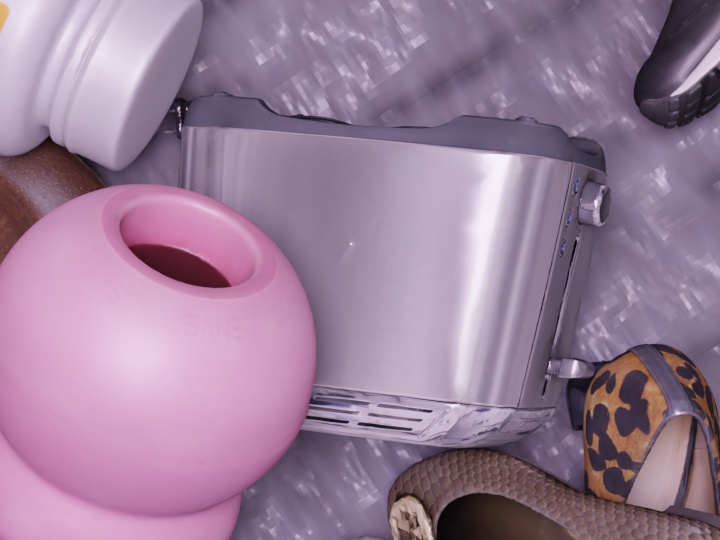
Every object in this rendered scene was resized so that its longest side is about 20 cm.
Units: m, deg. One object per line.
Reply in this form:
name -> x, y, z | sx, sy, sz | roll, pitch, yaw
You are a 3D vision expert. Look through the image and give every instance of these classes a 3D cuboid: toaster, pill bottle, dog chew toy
toaster -> 0.000, 0.000, 0.960 | 0.199, 0.114, 0.130 | 6, 89, 19
pill bottle -> -0.168, -0.118, 0.960 | 0.199, 0.109, 0.110 | 27, 86, 5
dog chew toy -> -0.094, 0.068, 0.890 | 0.124, 0.125, 0.201 | 23, 121, -1

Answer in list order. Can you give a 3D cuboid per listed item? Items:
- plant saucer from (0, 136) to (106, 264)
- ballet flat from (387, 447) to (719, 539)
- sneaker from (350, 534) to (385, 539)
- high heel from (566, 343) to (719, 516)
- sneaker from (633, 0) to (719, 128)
plant saucer -> -0.186, 0.024, 0.973 | 0.199, 0.037, 0.202 | -2, 77, 7
ballet flat -> 0.074, 0.114, 0.937 | 0.046, 0.199, 0.068 | -35, 118, -34
sneaker -> -0.012, 0.209, 0.981 | 0.087, 0.075, 0.201 | 3, 84, 7
high heel -> 0.127, 0.129, 0.954 | 0.071, 0.143, 0.201 | -15, 88, -7
sneaker -> 0.163, -0.154, 1.017 | 0.087, 0.076, 0.200 | 36, 80, 11
